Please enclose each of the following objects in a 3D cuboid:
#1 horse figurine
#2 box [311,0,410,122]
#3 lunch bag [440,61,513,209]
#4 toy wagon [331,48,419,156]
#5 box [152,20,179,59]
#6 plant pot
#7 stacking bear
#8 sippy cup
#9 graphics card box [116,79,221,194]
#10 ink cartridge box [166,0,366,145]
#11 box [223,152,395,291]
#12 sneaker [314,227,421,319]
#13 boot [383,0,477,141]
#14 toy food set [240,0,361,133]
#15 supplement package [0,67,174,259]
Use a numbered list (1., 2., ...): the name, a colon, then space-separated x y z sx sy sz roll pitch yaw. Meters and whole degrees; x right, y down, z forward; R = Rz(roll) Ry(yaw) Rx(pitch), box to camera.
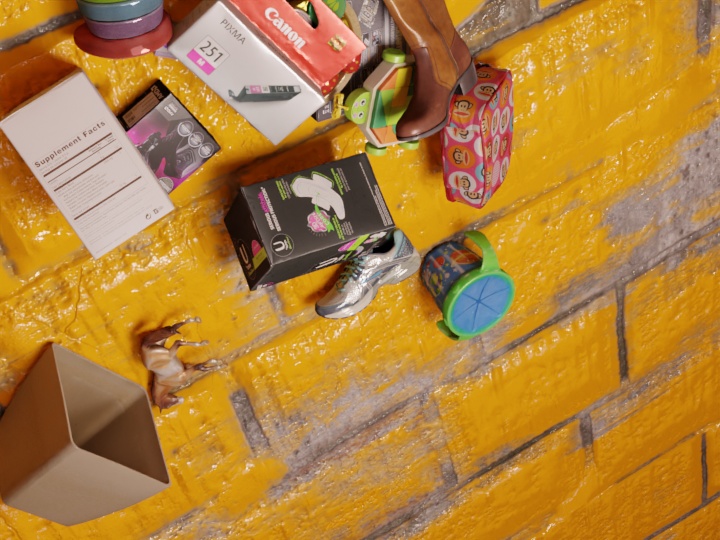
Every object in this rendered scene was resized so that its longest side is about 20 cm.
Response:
1. horse figurine: -0.289 0.138 1.739 0.132 0.050 0.200 -18 143 2
2. box: -0.007 -0.323 1.574 0.158 0.048 0.200 -21 133 -21
3. lunch bag: 0.191 -0.215 1.739 0.176 0.082 0.200 -54 150 -42
4. toy wagon: 0.045 -0.239 1.595 0.200 0.040 0.155 -17 129 -41
5. box: -0.185 -0.294 1.484 0.200 0.041 0.039 4 120 -35
6. plant pot: -0.431 0.264 1.662 0.177 0.200 0.200 -38 137 13
7. stacking bear: -0.292 -0.363 1.315 0.121 0.114 0.200 -21 128 -19
8. sippy cup: 0.173 0.023 1.909 0.178 0.130 0.140 -48 135 7
9. graphics card box: -0.302 -0.147 1.513 0.200 0.051 0.125 -41 135 -1
10. ink cartridge box: -0.114 -0.280 1.413 0.174 0.044 0.200 -39 124 17
11. box: -0.078 -0.069 1.632 0.200 0.124 0.149 -17 170 -22
12. sneaker: 0.000 0.000 1.830 0.200 0.078 0.086 -36 124 -15
13. boot: 0.077 -0.297 1.513 0.188 0.068 0.200 -46 128 -26
14. toy food set: -0.088 -0.286 1.482 0.200 0.049 0.198 -30 133 -4
15. supplement package: -0.340 -0.136 1.393 0.120 0.121 0.200 -33 108 -4
